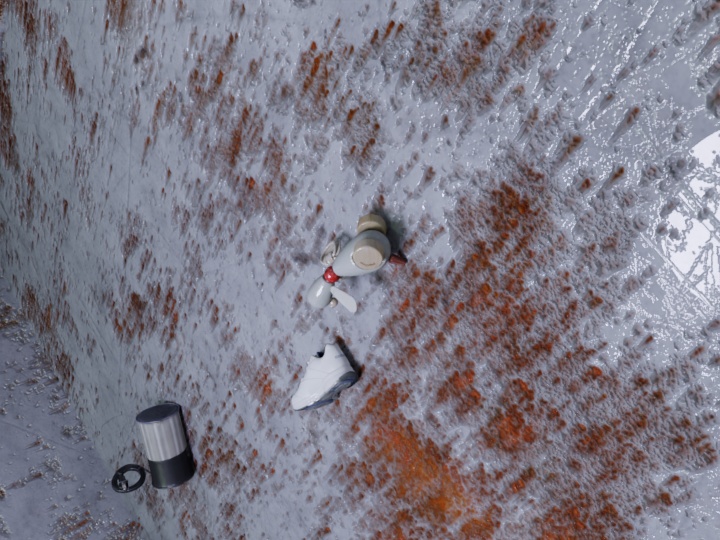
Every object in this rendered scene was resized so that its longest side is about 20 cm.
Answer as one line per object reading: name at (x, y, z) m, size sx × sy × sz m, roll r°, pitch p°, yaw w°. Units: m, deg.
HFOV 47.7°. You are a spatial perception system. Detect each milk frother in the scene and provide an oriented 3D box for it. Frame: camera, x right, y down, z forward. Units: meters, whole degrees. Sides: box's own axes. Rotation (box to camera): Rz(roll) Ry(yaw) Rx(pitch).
milk frother at (-0.558, 0.467, 2.124) m, size 0.179 × 0.197 × 0.192 m, roll 6°, pitch 111°, yaw 52°

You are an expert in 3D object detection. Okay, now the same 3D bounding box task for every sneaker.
sneaker at (-0.074, 0.206, 1.545) m, size 0.200 × 0.073 × 0.089 m, roll -42°, pitch 62°, yaw 43°

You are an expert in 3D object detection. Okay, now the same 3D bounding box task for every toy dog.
toy dog at (0.000, 0.000, 1.335) m, size 0.095 × 0.134 × 0.199 m, roll 31°, pitch 149°, yaw -16°
